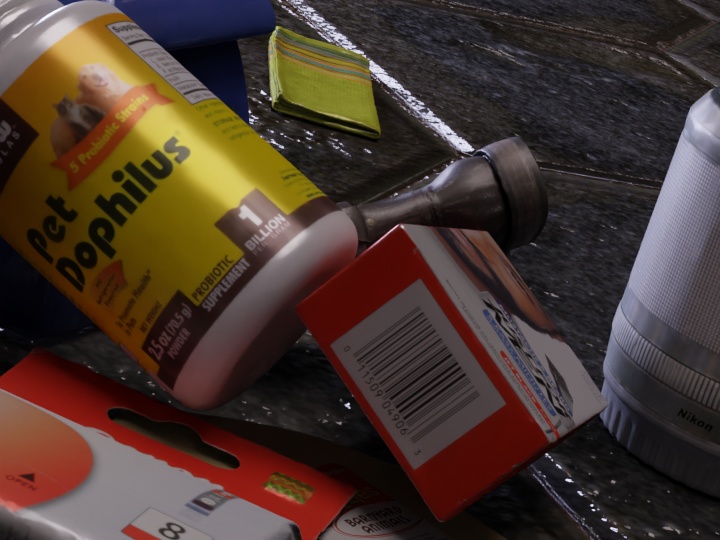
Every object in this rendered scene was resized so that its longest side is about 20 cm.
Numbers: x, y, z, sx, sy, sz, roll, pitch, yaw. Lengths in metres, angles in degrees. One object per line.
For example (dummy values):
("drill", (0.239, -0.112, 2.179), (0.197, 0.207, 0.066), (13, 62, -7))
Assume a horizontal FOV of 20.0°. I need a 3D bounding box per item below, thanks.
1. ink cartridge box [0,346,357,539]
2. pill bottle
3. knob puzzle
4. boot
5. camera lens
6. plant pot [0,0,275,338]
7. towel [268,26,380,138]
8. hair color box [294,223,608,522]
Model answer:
("ink cartridge box", (-0.095, 0.071, 0.776), (0.162, 0.050, 0.200), (22, 23, 12))
("pill bottle", (-0.105, -0.041, 0.891), (0.200, 0.109, 0.109), (42, 24, 10))
("knob puzzle", (-0.031, 0.115, 0.833), (0.219, 0.031, 0.220), (16, 20, -6))
("boot", (0.000, 0.000, 1.081), (0.173, 0.200, 0.069), (-19, 68, -15))
("camera lens", (0.227, 0.009, 1.099), (0.159, 0.201, 0.160), (16, 19, -6))
("plant pot", (-0.169, -0.097, 1.070), (0.199, 0.181, 0.200), (25, 21, 21))
("towel", (-0.029, -0.148, 1.593), (0.086, 0.018, 0.200), (14, 19, -8))
("hair color box", (0.048, 0.041, 0.924), (0.111, 0.064, 0.200), (55, 10, 7))
